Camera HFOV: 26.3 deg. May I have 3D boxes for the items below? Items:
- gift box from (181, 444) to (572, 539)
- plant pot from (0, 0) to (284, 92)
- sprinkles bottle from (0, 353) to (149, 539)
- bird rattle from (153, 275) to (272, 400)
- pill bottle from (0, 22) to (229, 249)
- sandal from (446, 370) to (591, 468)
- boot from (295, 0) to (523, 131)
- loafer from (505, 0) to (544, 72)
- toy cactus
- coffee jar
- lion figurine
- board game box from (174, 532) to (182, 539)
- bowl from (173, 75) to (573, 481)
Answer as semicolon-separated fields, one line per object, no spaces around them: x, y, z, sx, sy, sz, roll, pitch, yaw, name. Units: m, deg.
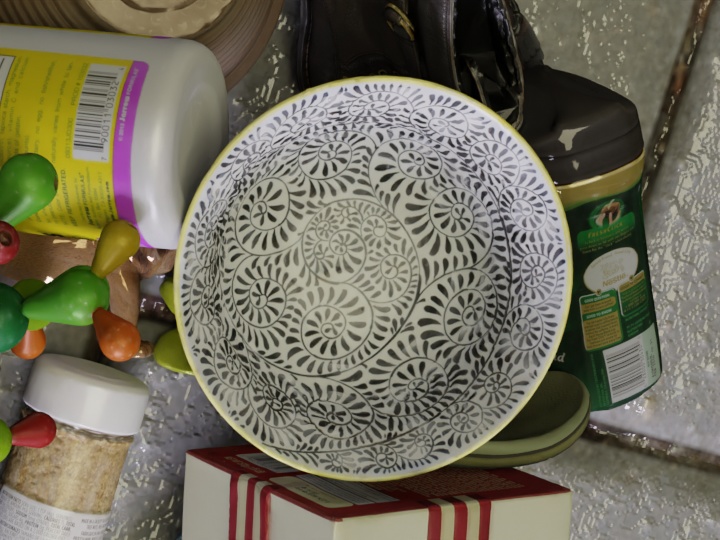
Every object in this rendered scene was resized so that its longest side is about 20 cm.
-0.013;0.198;0.847;0.199;0.184;0.187;-1;97;-29;gift box
-0.122;-0.173;0.828;0.200;0.093;0.202;-4;101;-23;plant pot
-0.180;0.150;0.872;0.068;0.068;0.201;17;92;-26;sprinkles bottle
-0.017;0.005;0.907;0.199;0.113;0.164;-2;84;-27;bird rattle
-0.174;-0.072;0.775;0.199;0.104;0.105;7;98;13;pill bottle
0.049;0.073;0.860;0.200;0.080;0.058;-2;106;-32;sandal
0.029;-0.109;0.845;0.069;0.174;0.200;-31;132;-16;boot
0.056;-0.155;0.926;0.072;0.063;0.200;-45;113;-10;loafer
-0.191;0.037;0.723;0.165;0.200;0.102;-13;60;-32;toy cactus
0.126;-0.020;0.939;0.085;0.104;0.201;-21;120;-18;coffee jar
-0.176;-0.012;0.841;0.199;0.072;0.123;-8;104;-21;lion figurine
-0.050;0.208;0.954;0.200;0.045;0.152;-45;113;-10;board game box
0.000;0.000;0.797;0.200;0.094;0.202;-1;97;-11;bowl
